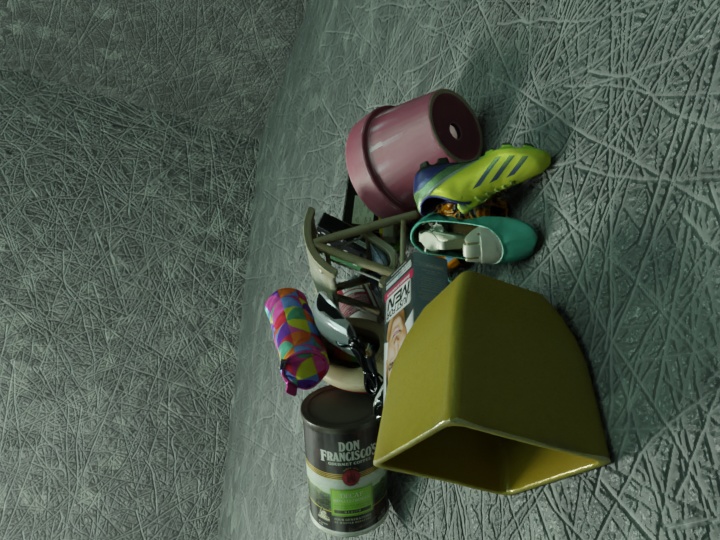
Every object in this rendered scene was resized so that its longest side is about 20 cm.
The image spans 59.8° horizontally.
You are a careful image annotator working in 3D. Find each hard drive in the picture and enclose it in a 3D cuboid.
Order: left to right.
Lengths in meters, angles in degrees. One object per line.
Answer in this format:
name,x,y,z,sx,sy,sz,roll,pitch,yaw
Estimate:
hard drive,-0.022,-0.046,1.291,0.038,0.137,0.200,-60,-5,-14

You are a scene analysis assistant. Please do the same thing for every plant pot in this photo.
plant pot,0.100,-0.203,1.052,0.177,0.197,0.206,-25,54,48
plant pot,0.143,0.123,0.726,0.195,0.191,0.205,130,153,-54

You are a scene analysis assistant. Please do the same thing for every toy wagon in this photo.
toy wagon,0.064,-0.141,1.229,0.202,0.038,0.159,-77,-15,-57

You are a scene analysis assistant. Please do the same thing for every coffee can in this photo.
coffee can,-0.024,0.318,1.066,0.146,0.142,0.206,-133,37,-67

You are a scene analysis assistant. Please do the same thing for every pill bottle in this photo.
pill bottle,0.005,0.110,1.244,0.201,0.107,0.112,-115,41,-61

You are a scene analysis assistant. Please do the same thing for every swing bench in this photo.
swing bench,0.000,0.000,1.092,0.200,0.194,0.133,85,-173,-64

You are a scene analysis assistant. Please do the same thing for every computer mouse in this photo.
computer mouse,-0.032,0.109,1.012,0.200,0.043,0.111,45,163,48

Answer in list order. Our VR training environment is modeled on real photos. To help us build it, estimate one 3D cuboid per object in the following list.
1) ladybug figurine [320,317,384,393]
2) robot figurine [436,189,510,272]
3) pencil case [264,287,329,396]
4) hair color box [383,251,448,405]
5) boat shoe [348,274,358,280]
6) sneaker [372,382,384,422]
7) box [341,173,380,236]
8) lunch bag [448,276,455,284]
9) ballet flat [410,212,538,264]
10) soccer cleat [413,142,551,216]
ladybug figurine,-0.005,0.152,1.080,0.196,0.073,0.137,16,54,35
robot figurine,0.161,-0.072,0.965,0.200,0.057,0.149,136,139,-60
pencil case,-0.112,0.113,1.061,0.201,0.086,0.090,-114,40,-56
hair color box,0.077,0.090,0.878,0.099,0.059,0.205,132,144,-56
boat shoe,-0.045,0.111,1.456,0.204,0.085,0.075,-54,7,-19
sneaker,0.063,0.202,0.991,0.202,0.073,0.094,82,-167,-52
box,0.010,-0.160,1.354,0.164,0.083,0.206,101,176,-76
lunch bag,0.129,0.094,0.934,0.199,0.075,0.165,-160,82,-71
ballet flat,0.146,-0.038,0.864,0.197,0.070,0.069,11,122,45
soccer cleat,0.165,-0.119,0.863,0.195,0.064,0.086,-8,71,28
